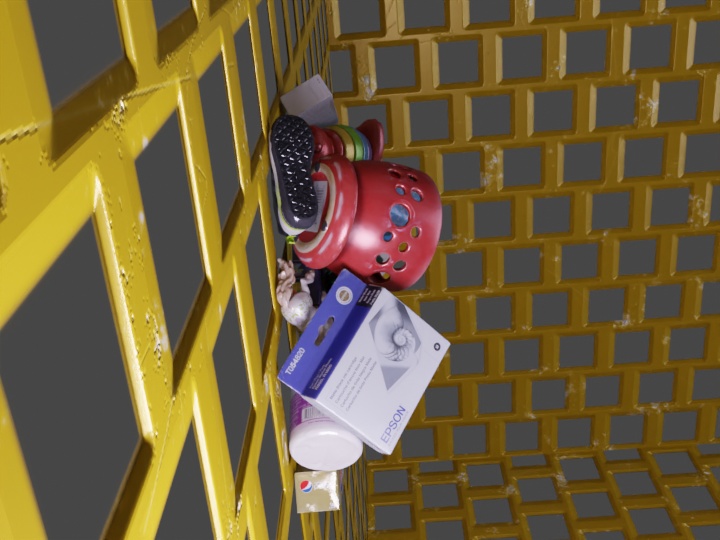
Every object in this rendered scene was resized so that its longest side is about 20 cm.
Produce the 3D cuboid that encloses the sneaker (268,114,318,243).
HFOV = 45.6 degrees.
[{"bbox_3d":[-0.113,-0.138,1.290,0.083,0.071,0.201,138,-46,-55],"label":"sneaker"}]

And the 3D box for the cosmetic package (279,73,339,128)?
[{"bbox_3d":[-0.091,-0.292,1.563,0.051,0.082,0.200,56,-1,4],"label":"cosmetic package"}]

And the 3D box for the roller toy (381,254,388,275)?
[{"bbox_3d":[-0.014,-0.066,1.894,0.183,0.139,0.201,-125,-143,-50],"label":"roller toy"}]

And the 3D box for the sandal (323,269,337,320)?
[{"bbox_3d":[-0.029,0.025,1.444,0.057,0.080,0.202,30,55,-41],"label":"sandal"}]

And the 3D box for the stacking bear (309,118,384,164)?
[{"bbox_3d":[-0.054,-0.221,1.576,0.200,0.121,0.114,-9,92,-58],"label":"stacking bear"}]

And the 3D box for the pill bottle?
[{"bbox_3d":[-0.053,0.197,1.328,0.113,0.112,0.201,84,3,-46],"label":"pill bottle"}]

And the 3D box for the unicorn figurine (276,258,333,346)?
[{"bbox_3d":[-0.063,0.077,1.300,0.200,0.074,0.138,32,31,-28],"label":"unicorn figurine"}]

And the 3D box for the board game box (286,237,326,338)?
[{"bbox_3d":[-0.091,-0.004,1.484,0.165,0.056,0.201,84,3,-67],"label":"board game box"}]

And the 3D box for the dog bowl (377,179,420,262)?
[{"bbox_3d":[0.046,-0.089,1.518,0.200,0.049,0.112,-51,-160,51],"label":"dog bowl"}]

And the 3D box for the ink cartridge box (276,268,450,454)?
[{"bbox_3d":[0.010,0.129,1.242,0.200,0.200,0.041,-59,-162,-20],"label":"ink cartridge box"}]

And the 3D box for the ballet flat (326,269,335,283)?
[{"bbox_3d":[-0.048,0.023,1.597,0.201,0.068,0.067,61,-6,24],"label":"ballet flat"}]

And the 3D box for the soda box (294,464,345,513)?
[{"bbox_3d":[-0.063,0.334,1.400,0.200,0.067,0.064,-38,123,-88],"label":"soda box"}]

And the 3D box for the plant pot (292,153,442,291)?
[{"bbox_3d":[-0.001,-0.079,1.336,0.200,0.182,0.202,-30,-126,53],"label":"plant pot"}]
